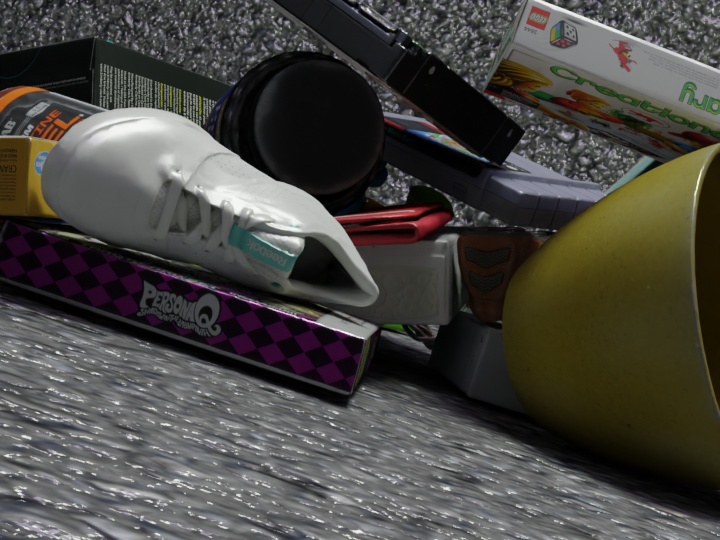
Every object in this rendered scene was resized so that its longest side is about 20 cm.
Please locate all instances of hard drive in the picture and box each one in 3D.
[{"bbox_3d":[0.018,-0.141,1.058,0.140,0.038,0.200,39,6,27],"label":"hard drive"}]

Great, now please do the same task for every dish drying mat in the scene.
[{"bbox_3d":[0.014,-0.032,1.026,0.076,0.018,0.200,-4,5,9],"label":"dish drying mat"}]

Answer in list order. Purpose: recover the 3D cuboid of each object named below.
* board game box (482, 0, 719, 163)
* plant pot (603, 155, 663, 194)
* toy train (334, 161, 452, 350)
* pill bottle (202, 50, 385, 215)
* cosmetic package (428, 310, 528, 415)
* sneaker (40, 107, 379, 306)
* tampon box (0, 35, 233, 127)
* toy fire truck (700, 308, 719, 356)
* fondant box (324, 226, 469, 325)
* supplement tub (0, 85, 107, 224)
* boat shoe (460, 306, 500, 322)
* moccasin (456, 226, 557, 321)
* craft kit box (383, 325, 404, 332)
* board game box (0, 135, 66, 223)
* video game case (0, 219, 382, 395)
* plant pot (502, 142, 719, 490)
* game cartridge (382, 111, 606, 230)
[{"bbox_3d":[0.180,-0.102,0.978,0.199,0.035,0.126,21,-7,0],"label":"board game box"},{"bbox_3d":[0.285,0.024,1.303,0.196,0.196,0.200,44,-17,21],"label":"plant pot"},{"bbox_3d":[0.038,-0.016,1.261,0.199,0.116,0.085,30,30,-6],"label":"toy train"},{"bbox_3d":[-0.045,-0.089,1.083,0.111,0.113,0.200,17,-4,-11],"label":"pill bottle"},{"bbox_3d":[0.157,0.082,1.098,0.199,0.052,0.151,17,4,-8],"label":"cosmetic package"},{"bbox_3d":[-0.069,-0.025,0.837,0.199,0.076,0.088,17,14,-40],"label":"sneaker"},{"bbox_3d":[-0.228,-0.119,1.452,0.149,0.127,0.199,-5,-11,34],"label":"tampon box"},{"bbox_3d":[0.281,0.008,1.083,0.199,0.169,0.112,18,1,-15],"label":"toy fire truck"},{"bbox_3d":[0.000,0.000,1.120,0.143,0.059,0.200,1,3,8],"label":"fondant box"},{"bbox_3d":[-0.219,-0.073,1.164,0.199,0.108,0.107,19,2,31],"label":"supplement tub"},{"bbox_3d":[0.144,0.059,1.277,0.062,0.073,0.199,21,5,-45],"label":"boat shoe"},{"bbox_3d":[0.121,0.011,1.109,0.073,0.078,0.201,1,0,17],"label":"moccasin"},{"bbox_3d":[-0.078,-0.003,1.405,0.197,0.049,0.199,24,6,40],"label":"craft kit box"},{"bbox_3d":[-0.210,-0.049,0.908,0.152,0.041,0.200,2,0,16],"label":"board game box"},{"bbox_3d":[-0.088,0.018,0.895,0.199,0.036,0.181,18,1,4],"label":"video game case"},{"bbox_3d":[0.168,0.036,0.938,0.141,0.202,0.200,-10,-13,31],"label":"plant pot"},{"bbox_3d":[0.088,-0.077,1.186,0.129,0.039,0.200,9,15,-44],"label":"game cartridge"}]
